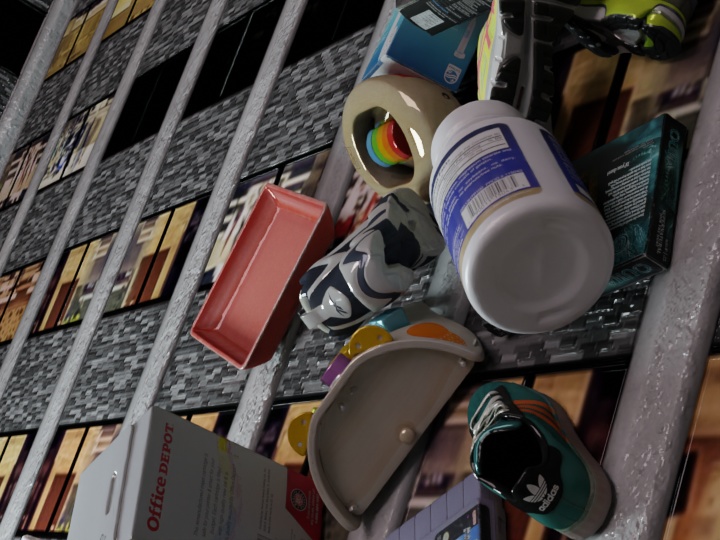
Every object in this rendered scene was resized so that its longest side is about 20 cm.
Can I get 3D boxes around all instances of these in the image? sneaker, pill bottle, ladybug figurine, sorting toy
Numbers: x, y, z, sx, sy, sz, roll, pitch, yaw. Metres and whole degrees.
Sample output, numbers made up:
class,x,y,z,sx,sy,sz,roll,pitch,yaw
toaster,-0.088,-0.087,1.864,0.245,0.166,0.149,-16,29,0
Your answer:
class,x,y,z,sx,sy,sz,roll,pitch,yaw
sneaker,0.232,-0.235,1.351,0.081,0.074,0.200,-53,30,-6
sneaker,0.000,0.000,1.448,0.129,0.080,0.200,-33,15,26
pill bottle,0.119,-0.052,1.235,0.120,0.119,0.201,-51,27,21
ladybug figurine,0.047,-0.135,1.539,0.071,0.137,0.199,-29,10,-23
sneaker,0.116,0.127,1.170,0.072,0.079,0.200,-58,25,7
sneaker,0.138,-0.220,1.349,0.090,0.077,0.203,-125,49,-69
sorting toy,0.014,0.100,1.409,0.201,0.106,0.180,-54,7,15

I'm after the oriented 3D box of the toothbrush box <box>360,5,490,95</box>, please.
class,x,y,z,sx,sy,sz,roll,pitch,yaw
toothbrush box,0.088,-0.276,1.592,0.202,0.085,0.146,-64,7,-7

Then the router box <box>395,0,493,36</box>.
class,x,y,z,sx,sy,sz,roll,pitch,yaw
router box,0.107,-0.341,1.458,0.149,0.062,0.203,-19,59,36

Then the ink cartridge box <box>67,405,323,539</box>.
class,x,y,z,sx,sy,sz,roll,pitch,yaw
ink cartridge box,-0.155,0.249,1.423,0.144,0.199,0.147,-40,32,37

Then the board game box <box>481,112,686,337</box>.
class,x,y,z,sx,sy,sz,roll,pitch,yaw
board game box,0.181,-0.033,1.273,0.199,0.028,0.137,-27,42,50

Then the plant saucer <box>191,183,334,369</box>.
class,x,y,z,sx,sy,sz,roll,pitch,yaw
plant saucer,-0.106,0.008,1.752,0.202,0.036,0.199,-64,25,-2

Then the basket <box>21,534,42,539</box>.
class,x,y,z,sx,sy,sz,roll,pitch,yaw
basket,-0.280,0.359,1.546,0.199,0.135,0.125,3,69,63

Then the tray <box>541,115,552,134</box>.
class,x,y,z,sx,sy,sz,roll,pitch,yaw
tray,0.133,-0.131,1.437,0.108,0.022,0.201,-48,19,28

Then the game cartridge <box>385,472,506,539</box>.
class,x,y,z,sx,sy,sz,roll,pitch,yaw
game cartridge,0.064,0.263,1.191,0.130,0.038,0.202,-47,28,37
